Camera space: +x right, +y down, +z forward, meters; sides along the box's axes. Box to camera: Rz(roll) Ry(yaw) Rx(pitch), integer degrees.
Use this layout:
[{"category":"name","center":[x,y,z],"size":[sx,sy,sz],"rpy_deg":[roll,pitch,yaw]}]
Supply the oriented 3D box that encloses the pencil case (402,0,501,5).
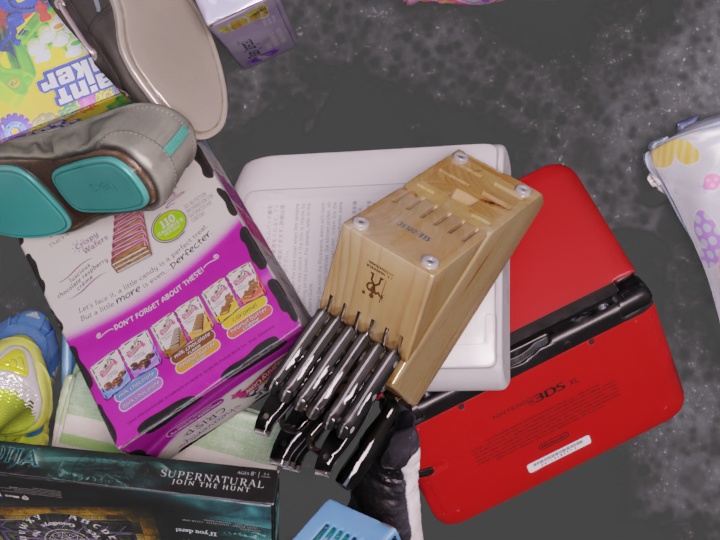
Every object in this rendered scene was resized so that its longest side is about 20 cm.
[{"category":"pencil case","center":[0.123,-0.226,0.881],"size":[0.199,0.087,0.088],"rpy_deg":[-1,91,0]}]

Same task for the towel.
[{"category":"towel","center":[-0.145,0.175,0.865],"size":[0.152,0.023,0.201],"rpy_deg":[15,99,1]}]

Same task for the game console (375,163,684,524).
[{"category":"game console","center":[0.103,0.054,0.919],"size":[0.200,0.119,0.173],"rpy_deg":[-26,122,0]}]

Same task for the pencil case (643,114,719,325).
[{"category":"pencil case","center":[0.270,-0.014,0.887],"size":[0.090,0.083,0.201],"rpy_deg":[-24,92,-7]}]

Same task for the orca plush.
[{"category":"orca plush","center":[0.005,0.178,0.851],"size":[0.071,0.200,0.105],"rpy_deg":[-10,54,-11]}]

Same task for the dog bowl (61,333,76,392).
[{"category":"dog bowl","center":[-0.158,0.085,0.900],"size":[0.111,0.050,0.201],"rpy_deg":[2,92,-1]}]

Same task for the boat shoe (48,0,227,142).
[{"category":"boat shoe","center":[-0.150,-0.162,0.780],"size":[0.067,0.057,0.200],"rpy_deg":[-36,97,-36]}]

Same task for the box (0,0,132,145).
[{"category":"box","center":[-0.222,-0.184,0.858],"size":[0.199,0.122,0.193],"rpy_deg":[-21,91,-1]}]

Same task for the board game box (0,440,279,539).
[{"category":"board game box","center":[-0.150,0.165,0.803],"size":[0.199,0.028,0.136],"rpy_deg":[6,133,2]}]

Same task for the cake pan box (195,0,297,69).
[{"category":"cake pan box","center":[-0.105,-0.240,0.828],"size":[0.052,0.184,0.201],"rpy_deg":[-24,92,0]}]

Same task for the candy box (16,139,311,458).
[{"category":"candy box","center":[-0.127,0.004,0.824],"size":[0.136,0.061,0.200],"rpy_deg":[-33,65,3]}]

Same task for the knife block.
[{"category":"knife block","center":[0.020,0.038,0.783],"size":[0.064,0.200,0.176],"rpy_deg":[31,128,19]}]

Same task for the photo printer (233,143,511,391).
[{"category":"photo printer","center":[0.000,0.000,0.861],"size":[0.199,0.069,0.167],"rpy_deg":[-3,72,13]}]

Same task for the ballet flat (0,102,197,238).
[{"category":"ballet flat","center":[-0.173,-0.061,0.784],"size":[0.067,0.200,0.064],"rpy_deg":[56,49,-29]}]

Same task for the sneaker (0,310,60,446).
[{"category":"sneaker","center":[-0.244,0.108,0.882],"size":[0.076,0.105,0.200],"rpy_deg":[24,128,-12]}]

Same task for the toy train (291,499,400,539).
[{"category":"toy train","center":[0.019,0.238,0.806],"size":[0.087,0.114,0.200],"rpy_deg":[-44,134,-28]}]
